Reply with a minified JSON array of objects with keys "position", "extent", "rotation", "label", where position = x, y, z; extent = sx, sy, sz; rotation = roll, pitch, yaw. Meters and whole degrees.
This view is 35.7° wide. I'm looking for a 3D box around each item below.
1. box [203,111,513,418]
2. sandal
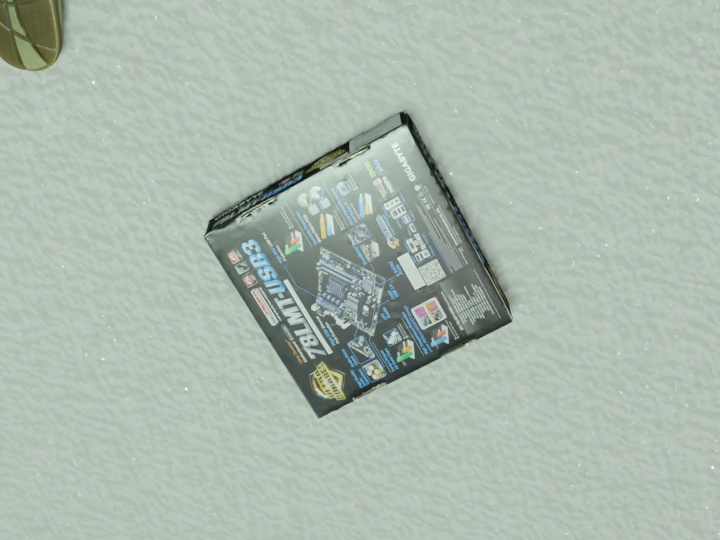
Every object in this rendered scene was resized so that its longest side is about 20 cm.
[{"position":[0.000,0.000,0.959],"extent":[0.197,0.050,0.201],"rotation":[-28,108,12],"label":"box"},{"position":[-0.259,-0.256,0.874],"extent":[0.079,0.054,0.202],"rotation":[11,125,3],"label":"sandal"}]
